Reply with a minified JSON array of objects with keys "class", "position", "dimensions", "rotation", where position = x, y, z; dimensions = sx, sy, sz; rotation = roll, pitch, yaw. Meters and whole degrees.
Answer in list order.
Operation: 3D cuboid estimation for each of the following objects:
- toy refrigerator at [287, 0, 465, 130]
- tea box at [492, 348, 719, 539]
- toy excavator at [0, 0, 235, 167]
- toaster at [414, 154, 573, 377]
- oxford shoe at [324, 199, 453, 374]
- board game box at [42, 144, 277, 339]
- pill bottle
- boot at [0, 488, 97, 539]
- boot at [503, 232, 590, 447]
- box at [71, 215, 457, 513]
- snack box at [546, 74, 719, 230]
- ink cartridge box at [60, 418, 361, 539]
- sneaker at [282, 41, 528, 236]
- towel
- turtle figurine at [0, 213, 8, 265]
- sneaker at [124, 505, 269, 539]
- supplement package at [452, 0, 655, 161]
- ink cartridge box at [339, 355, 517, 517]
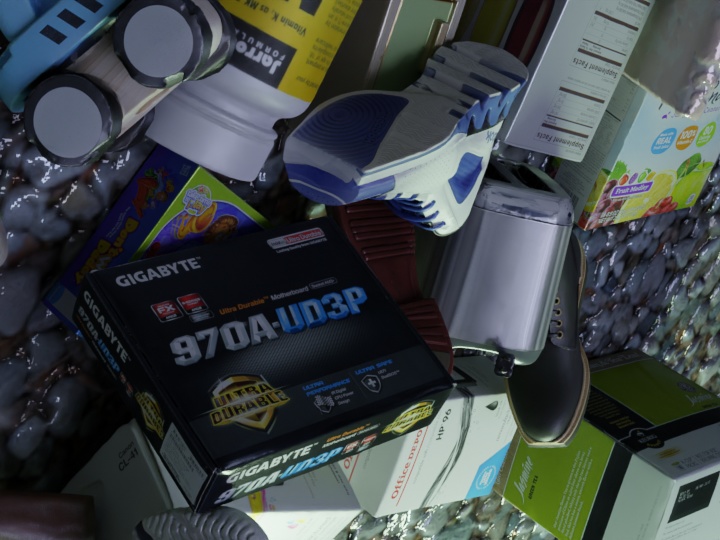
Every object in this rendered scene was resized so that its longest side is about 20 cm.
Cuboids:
[{"class":"toy refrigerator","position":[0.024,-0.178,0.951],"dimensions":[0.075,0.070,0.202],"rotation":[-2,117,-45]},{"class":"tea box","position":[0.273,0.190,1.382],"dimensions":[0.199,0.196,0.135],"rotation":[-8,122,-42]},{"class":"toy excavator","position":[-0.142,-0.183,0.726],"dimensions":[0.194,0.200,0.100],"rotation":[-38,-174,11]},{"class":"toaster","position":[0.091,-0.015,1.056],"dimensions":[0.112,0.200,0.130],"rotation":[11,105,-11]},{"class":"oxford shoe","position":[0.000,0.000,0.998],"dimensions":[0.070,0.202,0.075],"rotation":[-1,158,-40]},{"class":"board game box","position":[-0.109,0.016,0.971],"dimensions":[0.135,0.045,0.200],"rotation":[-54,142,-2]},{"class":"pill bottle","position":[-0.061,-0.164,0.835],"dimensions":[0.114,0.114,0.201],"rotation":[17,104,-51]},{"class":"boot","position":[-0.236,0.135,0.874],"dimensions":[0.199,0.064,0.187],"rotation":[20,116,-36]},{"class":"boot","position":[0.147,0.035,1.172],"dimensions":[0.139,0.077,0.202],"rotation":[57,32,-59]},{"class":"box","position":[-0.059,0.052,0.881],"dimensions":[0.199,0.159,0.046],"rotation":[-14,147,-39]},{"class":"snack box","position":[0.264,-0.143,1.216],"dimensions":[0.168,0.068,0.201],"rotation":[-13,133,-41]},{"class":"ink cartridge box","position":[-0.119,0.186,1.020],"dimensions":[0.199,0.086,0.148],"rotation":[9,131,-51]},{"class":"sneaker","position":[0.037,-0.066,0.920],"dimensions":[0.199,0.080,0.116],"rotation":[-31,141,-42]},{"class":"towel","position":[0.240,-0.239,1.044],"dimensions":[0.032,0.191,0.202],"rotation":[7,115,-25]},{"class":"turtle figurine","position":[-0.260,-0.072,0.724],"dimensions":[0.194,0.198,0.145],"rotation":[99,16,-59]},{"class":"sneaker","position":[-0.089,0.198,0.889],"dimensions":[0.129,0.080,0.199],"rotation":[-3,148,-45]},{"class":"supplement package","position":[0.137,-0.198,1.022],"dimensions":[0.109,0.113,0.202],"rotation":[6,111,-50]},{"class":"ink cartridge box","position":[0.049,0.144,1.214],"dimensions":[0.199,0.068,0.117],"rotation":[-1,117,-46]}]
